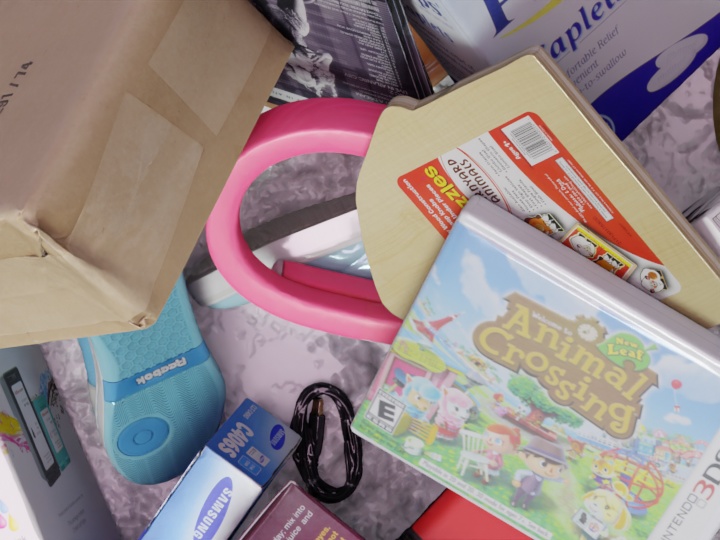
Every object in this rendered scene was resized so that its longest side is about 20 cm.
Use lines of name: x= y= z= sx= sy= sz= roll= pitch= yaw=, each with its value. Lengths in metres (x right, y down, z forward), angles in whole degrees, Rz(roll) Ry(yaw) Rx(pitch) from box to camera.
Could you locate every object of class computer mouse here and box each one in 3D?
computer mouse: x=-0.035 y=0.164 z=1.749 sx=0.059 sy=0.034 sz=0.200 roll=13 pitch=94 yaw=6

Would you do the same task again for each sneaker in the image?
sneaker: x=0.000 y=0.000 z=1.694 sx=0.200 sy=0.074 sz=0.082 roll=-18 pitch=101 yaw=15
sneaker: x=-0.139 y=0.020 z=1.719 sx=0.080 sy=0.131 sz=0.200 roll=-19 pitch=133 yaw=-15

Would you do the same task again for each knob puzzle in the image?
knob puzzle: x=0.082 y=-0.020 z=1.553 sx=0.220 sy=0.030 sz=0.220 roll=18 pitch=136 yaw=18

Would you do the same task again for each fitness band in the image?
fitness band: x=0.016 y=-0.025 z=1.615 sx=0.200 sy=0.037 sz=0.144 roll=11 pitch=129 yaw=-7

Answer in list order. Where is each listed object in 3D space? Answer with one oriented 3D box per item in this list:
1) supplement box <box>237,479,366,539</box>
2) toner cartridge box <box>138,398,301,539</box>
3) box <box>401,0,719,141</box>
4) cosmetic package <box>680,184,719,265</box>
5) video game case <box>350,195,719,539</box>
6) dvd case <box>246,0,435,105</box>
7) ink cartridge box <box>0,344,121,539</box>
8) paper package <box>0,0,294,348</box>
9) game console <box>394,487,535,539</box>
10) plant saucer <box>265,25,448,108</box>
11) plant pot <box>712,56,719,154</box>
supplement box: x=-0.001 y=0.228 z=1.656 sx=0.200 sy=0.131 sz=0.103 roll=39 pitch=72 yaw=3
toner cartridge box: x=-0.113 y=0.173 z=1.712 sx=0.043 sy=0.095 sz=0.200 roll=35 pitch=110 yaw=1
box: x=0.109 y=-0.182 z=1.564 sx=0.184 sy=0.105 sz=0.200 roll=-44 pitch=132 yaw=-3
cosmetic package: x=0.181 y=-0.006 z=1.598 sx=0.083 sy=0.200 sz=0.051 roll=-37 pitch=89 yaw=-26
video game case: x=0.110 y=0.074 z=1.570 sx=0.200 sy=0.022 sz=0.182 roll=31 pitch=133 yaw=5
dvd case: x=-0.038 y=-0.140 z=1.571 sx=0.149 sy=0.200 sz=0.016 roll=19 pitch=65 yaw=24
ink cartridge box: x=-0.250 y=0.115 z=1.706 sx=0.147 sy=0.146 sz=0.200 roll=-22 pitch=94 yaw=10
paper package: x=-0.159 y=-0.065 z=1.571 sx=0.191 sy=0.200 sz=0.103 roll=-9 pitch=137 yaw=46
game console: x=0.114 y=0.194 z=1.701 sx=0.200 sy=0.119 sz=0.172 roll=42 pitch=92 yaw=-1
plant saucer: x=-0.015 y=-0.186 z=1.683 sx=0.200 sy=0.037 sz=0.200 roll=1 pitch=99 yaw=8
plant pot: x=0.290 y=-0.082 z=1.605 sx=0.200 sy=0.142 sz=0.200 roll=1 pitch=100 yaw=7
